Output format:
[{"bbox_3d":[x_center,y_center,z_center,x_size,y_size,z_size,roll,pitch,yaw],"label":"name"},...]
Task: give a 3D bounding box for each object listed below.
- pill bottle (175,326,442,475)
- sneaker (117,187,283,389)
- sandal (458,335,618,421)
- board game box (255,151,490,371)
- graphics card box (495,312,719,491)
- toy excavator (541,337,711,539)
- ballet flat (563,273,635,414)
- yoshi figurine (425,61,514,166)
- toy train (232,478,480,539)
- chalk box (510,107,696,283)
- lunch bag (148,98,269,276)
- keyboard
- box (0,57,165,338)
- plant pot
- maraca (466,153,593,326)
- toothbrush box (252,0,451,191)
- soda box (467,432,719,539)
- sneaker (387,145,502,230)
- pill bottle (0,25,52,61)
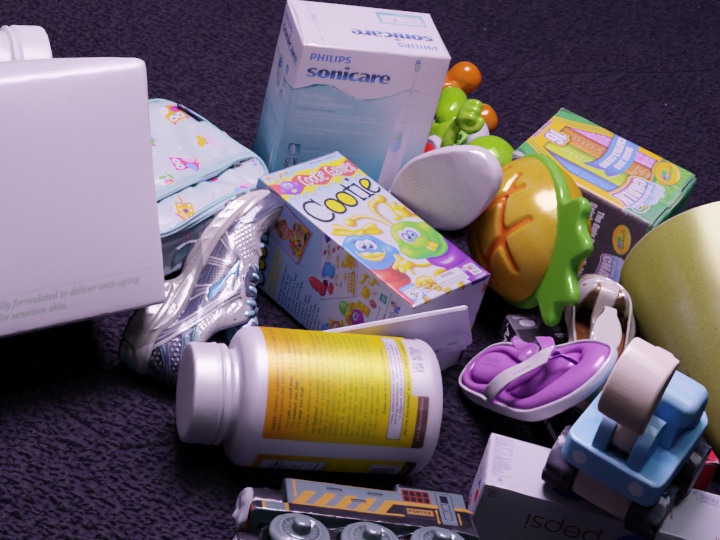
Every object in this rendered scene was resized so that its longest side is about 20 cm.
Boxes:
[{"bbox_3d":[-0.042,0.102,1.375,0.197,0.110,0.110,5,37,-16],"label":"pill bottle"},{"bbox_3d":[-0.115,0.020,1.464,0.086,0.078,0.201,34,66,6],"label":"sneaker"},{"bbox_3d":[0.132,0.081,1.434,0.050,0.202,0.083,46,66,-17],"label":"sandal"},{"bbox_3d":[0.000,0.000,1.534,0.102,0.106,0.200,-22,51,-42],"label":"board game box"},{"bbox_3d":[0.208,0.116,1.508,0.124,0.051,0.201,-2,40,-23],"label":"graphics card box"},{"bbox_3d":[0.205,0.103,1.276,0.099,0.202,0.194,28,37,18],"label":"toy excavator"},{"bbox_3d":[0.211,0.048,1.505,0.067,0.063,0.201,15,34,-2],"label":"ballet flat"},{"bbox_3d":[0.118,-0.125,1.751,0.111,0.113,0.201,18,38,-9],"label":"yoshi figurine"},{"bbox_3d":[-0.001,0.205,1.287,0.197,0.086,0.114,7,24,-10],"label":"toy train"},{"bbox_3d":[0.238,-0.043,1.673,0.199,0.126,0.124,30,38,16],"label":"chalk box"},{"bbox_3d":[-0.183,-0.074,1.583,0.160,0.078,0.199,32,38,21],"label":"lunch bag"},{"bbox_3d":[-0.007,0.063,1.429,0.197,0.057,0.011,-11,49,2],"label":"keyboard"},{"bbox_3d":[-0.282,-0.062,1.382,0.197,0.203,0.171,-11,11,-34],"label":"box"},{"bbox_3d":[0.337,0.074,1.532,0.185,0.188,0.202,5,52,-15],"label":"plant pot"},{"bbox_3d":[0.157,-0.029,1.549,0.106,0.139,0.200,5,17,-19],"label":"maraca"},{"bbox_3d":[-0.014,-0.142,1.636,0.145,0.202,0.086,2,38,-18],"label":"toothbrush box"},{"bbox_3d":[0.186,0.197,1.376,0.198,0.069,0.064,16,35,-1],"label":"soda box"},{"bbox_3d":[0.068,-0.072,1.581,0.088,0.199,0.076,-38,95,-41],"label":"sneaker"},{"bbox_3d":[-0.392,-0.183,1.613,0.198,0.115,0.115,-3,39,-25],"label":"pill bottle"}]
